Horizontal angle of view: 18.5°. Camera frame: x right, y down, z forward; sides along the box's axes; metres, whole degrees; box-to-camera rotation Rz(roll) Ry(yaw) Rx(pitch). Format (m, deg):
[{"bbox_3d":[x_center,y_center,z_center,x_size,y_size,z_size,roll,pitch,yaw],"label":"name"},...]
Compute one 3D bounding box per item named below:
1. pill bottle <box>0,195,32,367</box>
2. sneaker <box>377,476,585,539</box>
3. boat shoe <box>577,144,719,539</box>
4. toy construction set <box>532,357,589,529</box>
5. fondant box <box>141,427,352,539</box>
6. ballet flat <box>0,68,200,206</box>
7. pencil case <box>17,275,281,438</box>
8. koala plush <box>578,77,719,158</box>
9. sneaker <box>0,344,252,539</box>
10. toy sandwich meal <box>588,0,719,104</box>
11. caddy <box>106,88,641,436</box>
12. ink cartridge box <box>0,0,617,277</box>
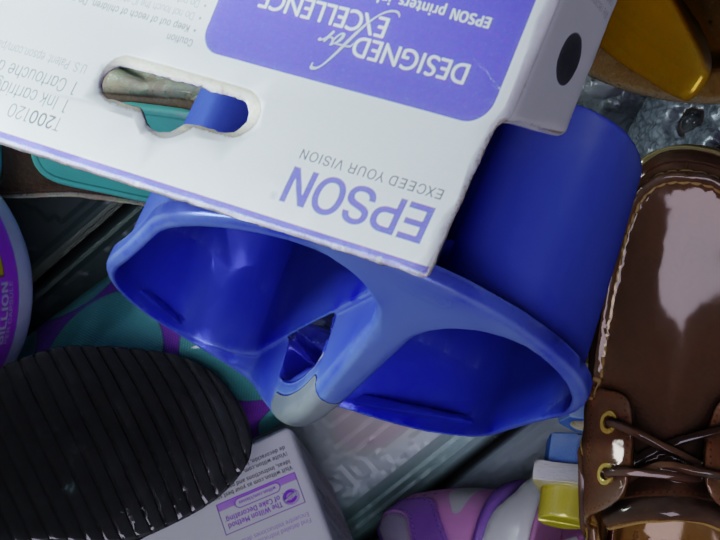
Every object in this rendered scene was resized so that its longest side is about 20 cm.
[{"bbox_3d":[-0.200,0.014,0.725,0.104,0.200,0.104,3,97,23],"label":"pill bottle"},{"bbox_3d":[0.041,0.170,0.862,0.088,0.080,0.200,7,101,30],"label":"sneaker"},{"bbox_3d":[0.105,0.062,0.706,0.072,0.068,0.200,4,103,13],"label":"boat shoe"},{"bbox_3d":[0.160,0.089,0.795,0.200,0.131,0.092,23,71,9],"label":"toy construction set"},{"bbox_3d":[-0.052,0.174,0.769,0.144,0.058,0.200,-24,58,3],"label":"fondant box"},{"bbox_3d":[-0.120,-0.060,0.822,0.200,0.062,0.067,13,120,12],"label":"ballet flat"},{"bbox_3d":[-0.103,0.062,0.842,0.200,0.085,0.092,-33,128,14],"label":"pencil case"},{"bbox_3d":[0.172,-0.056,0.760,0.200,0.184,0.177,-36,89,34],"label":"koala plush"},{"bbox_3d":[-0.136,0.086,0.767,0.200,0.089,0.074,-18,72,-18],"label":"sneaker"},{"bbox_3d":[0.102,-0.136,0.622,0.205,0.070,0.205,0,90,26],"label":"toy sandwich meal"},{"bbox_3d":[0.000,0.000,0.691,0.141,0.200,0.105,25,75,-11],"label":"caddy"},{"bbox_3d":[-0.015,-0.107,0.614,0.198,0.043,0.200,19,80,33],"label":"ink cartridge box"}]
